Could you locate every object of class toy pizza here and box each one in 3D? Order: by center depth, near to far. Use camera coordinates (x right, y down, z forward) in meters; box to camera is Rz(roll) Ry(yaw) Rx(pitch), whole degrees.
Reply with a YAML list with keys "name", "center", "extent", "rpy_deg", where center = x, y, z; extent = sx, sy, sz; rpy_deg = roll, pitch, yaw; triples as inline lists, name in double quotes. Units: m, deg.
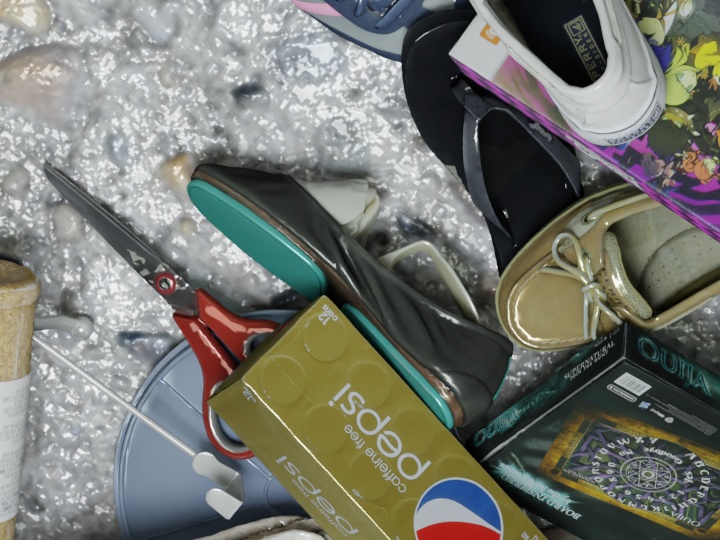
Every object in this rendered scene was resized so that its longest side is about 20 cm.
- name: "toy pizza"
  center: [-0.036, 0.118, 1.542]
  extent: [0.199, 0.032, 0.202]
  rpy_deg: [2, 102, 11]

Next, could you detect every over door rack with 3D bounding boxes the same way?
- name: "over door rack"
  center: [-0.176, 0.104, 1.531]
  extent: [0.200, 0.067, 0.148]
  rpy_deg: [40, 108, 0]

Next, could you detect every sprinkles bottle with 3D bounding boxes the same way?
- name: "sprinkles bottle"
  center: [-0.206, 0.096, 1.465]
  extent: [0.068, 0.068, 0.201]
  rpy_deg: [7, 104, 1]

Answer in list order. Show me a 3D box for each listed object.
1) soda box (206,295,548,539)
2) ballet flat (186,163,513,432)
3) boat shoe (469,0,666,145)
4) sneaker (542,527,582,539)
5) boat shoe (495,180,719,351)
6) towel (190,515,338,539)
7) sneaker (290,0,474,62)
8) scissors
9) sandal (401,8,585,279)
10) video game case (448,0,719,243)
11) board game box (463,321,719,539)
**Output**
- name: "soda box"
  center: [0.016, 0.112, 1.463]
  extent: [0.200, 0.064, 0.068]
  rpy_deg: [47, 66, -4]
- name: "ballet flat"
  center: [0.000, 0.000, 1.487]
  extent: [0.200, 0.068, 0.068]
  rpy_deg: [43, 72, 8]
- name: "boat shoe"
  center: [0.077, -0.148, 1.358]
  extent: [0.072, 0.066, 0.201]
  rpy_deg: [-30, 62, 11]
- name: "sneaker"
  center: [0.058, 0.202, 1.547]
  extent: [0.199, 0.080, 0.072]
  rpy_deg: [-26, 108, 12]
- name: "boat shoe"
  center: [0.153, -0.010, 1.419]
  extent: [0.200, 0.063, 0.074]
  rpy_deg: [-21, 99, 21]
- name: "towel"
  center: [-0.094, 0.208, 1.490]
  extent: [0.199, 0.034, 0.133]
  rpy_deg: [-15, 114, -13]
- name: "sneaker"
  center: [-0.024, -0.160, 1.426]
  extent: [0.199, 0.082, 0.070]
  rpy_deg: [33, 107, -13]
- name: "scissors"
  center: [-0.089, 0.011, 1.510]
  extent: [0.073, 0.014, 0.201]
  rpy_deg: [-32, 92, 17]
- name: "sandal"
  center: [0.084, -0.047, 1.465]
  extent: [0.076, 0.043, 0.201]
  rpy_deg: [-27, 114, 2]
- name: "video game case"
  center: [0.172, -0.123, 1.377]
  extent: [0.200, 0.036, 0.182]
  rpy_deg: [36, 88, 23]
- name: "board game box"
  center: [0.171, 0.110, 1.484]
  extent: [0.199, 0.028, 0.135]
  rpy_deg: [30, 135, -23]
